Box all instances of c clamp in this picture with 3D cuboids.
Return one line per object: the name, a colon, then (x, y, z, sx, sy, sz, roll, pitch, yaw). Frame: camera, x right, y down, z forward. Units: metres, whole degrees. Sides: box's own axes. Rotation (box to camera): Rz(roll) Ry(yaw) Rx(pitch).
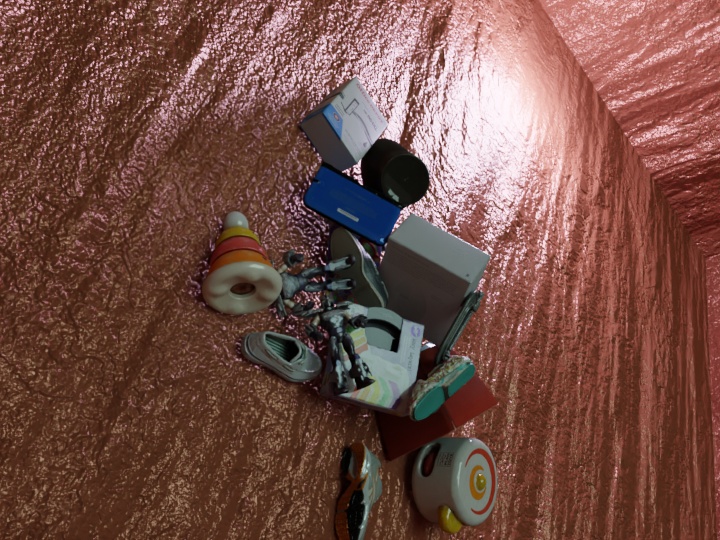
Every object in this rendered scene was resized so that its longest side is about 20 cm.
c clamp: (0.210, 0.121, 1.607, 0.201, 0.027, 0.171, -57, 164, -14)

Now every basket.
basket: (0.085, -0.214, 1.765, 0.200, 0.135, 0.182, -129, -165, -76)

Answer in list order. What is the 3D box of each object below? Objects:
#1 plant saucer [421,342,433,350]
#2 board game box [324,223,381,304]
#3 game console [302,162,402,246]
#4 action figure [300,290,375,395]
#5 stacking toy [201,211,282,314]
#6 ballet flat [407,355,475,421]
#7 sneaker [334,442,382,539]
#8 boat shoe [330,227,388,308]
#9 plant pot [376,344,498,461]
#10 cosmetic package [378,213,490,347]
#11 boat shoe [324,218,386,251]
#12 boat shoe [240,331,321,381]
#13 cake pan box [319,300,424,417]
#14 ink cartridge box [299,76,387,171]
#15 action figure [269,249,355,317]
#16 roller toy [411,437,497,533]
plant saucer: (0.209, 0.268, 1.852, 0.200, 0.038, 0.203, 25, 55, -42)
board game box: (-0.003, -0.015, 1.670, 0.157, 0.039, 0.203, 7, 89, -41)
game console: (-0.020, -0.137, 1.661, 0.198, 0.119, 0.172, 28, 58, -3)
action figure: (-0.039, 0.132, 1.462, 0.129, 0.069, 0.202, -15, 76, -18)
stacking toy: (-0.228, -0.034, 1.421, 0.145, 0.146, 0.202, 24, 40, -41)
ballet flat: (0.150, 0.232, 1.525, 0.199, 0.064, 0.076, -29, 127, -36)
sneaker: (0.009, 0.449, 1.509, 0.092, 0.075, 0.202, 37, 49, -39)
boat shoe: (0.000, 0.000, 1.613, 0.202, 0.072, 0.063, 63, 30, -1)
plant pot: (0.144, 0.272, 1.665, 0.199, 0.199, 0.178, -12, 72, -51)
cosmetic package: (0.145, 0.021, 1.648, 0.198, 0.201, 0.123, 30, 43, 14)
boat shoe: (-0.001, -0.090, 1.730, 0.199, 0.073, 0.067, 13, 52, -47)
boat shoe: (-0.134, 0.165, 1.453, 0.199, 0.066, 0.074, 22, 58, -45)
cake pan box: (0.028, 0.176, 1.536, 0.182, 0.052, 0.202, 20, 67, -16)
ink cartridge box: (-0.036, -0.343, 1.800, 0.147, 0.084, 0.201, 53, 42, -19)
action figure: (-0.108, 0.020, 1.522, 0.198, 0.069, 0.132, -13, 98, -26)
roller toy: (0.211, 0.460, 1.669, 0.199, 0.139, 0.185, -5, 87, -51)
